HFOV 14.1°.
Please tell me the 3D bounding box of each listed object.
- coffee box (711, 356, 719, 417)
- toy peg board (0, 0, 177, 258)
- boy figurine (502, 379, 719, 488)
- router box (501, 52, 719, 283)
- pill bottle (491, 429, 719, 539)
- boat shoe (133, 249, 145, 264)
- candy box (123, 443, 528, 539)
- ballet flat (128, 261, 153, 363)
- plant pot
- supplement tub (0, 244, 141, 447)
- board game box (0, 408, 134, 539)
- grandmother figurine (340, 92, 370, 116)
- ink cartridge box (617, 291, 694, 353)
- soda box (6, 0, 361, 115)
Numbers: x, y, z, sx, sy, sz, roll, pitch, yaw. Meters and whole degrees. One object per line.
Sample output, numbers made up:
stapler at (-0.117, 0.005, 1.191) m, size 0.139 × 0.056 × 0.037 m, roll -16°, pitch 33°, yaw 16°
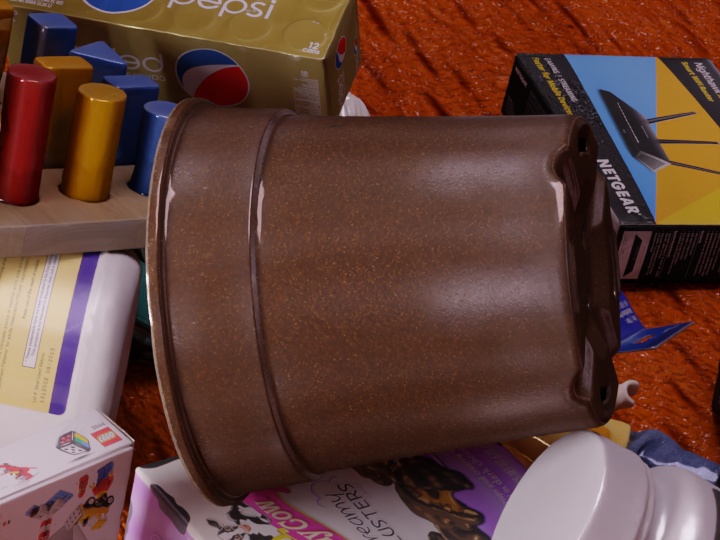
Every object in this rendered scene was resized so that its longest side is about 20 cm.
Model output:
coffee box at (0.312, 0.070, 1.674) m, size 0.198 × 0.080 × 0.114 m, roll 11°, pitch 6°, yaw -4°
toy peg board at (-0.187, -0.094, 1.531) m, size 0.198 × 0.098 × 0.200 m, roll -5°, pitch 28°, yaw -35°
boy figurine at (0.120, 0.097, 1.620) m, size 0.199 × 0.065 × 0.125 m, roll 23°, pitch 43°, yaw 10°
router box at (0.194, -0.068, 1.889) m, size 0.148 × 0.051 × 0.200 m, roll 0°, pitch 36°, yaw -21°
pill bottle at (0.166, 0.167, 1.426) m, size 0.199 × 0.114 × 0.114 m, roll 31°, pitch 29°, yaw -19°
boat shoe at (-0.134, -0.092, 1.724) m, size 0.062 × 0.071 × 0.201 m, roll 0°, pitch 62°, yaw 6°
candy box at (0.004, 0.152, 1.493) m, size 0.199 × 0.072 × 0.168 m, roll -14°, pitch 42°, yaw -34°
ballet flat at (-0.173, 0.008, 1.633) m, size 0.200 × 0.074 × 0.074 m, roll 34°, pitch 23°, yaw -30°
plant pot at (0.019, 0.006, 1.412) m, size 0.197 × 0.201 × 0.201 m, roll -6°, pitch 31°, yaw 14°
supplement tub at (-0.222, 0.040, 1.515) m, size 0.198 × 0.146 × 0.146 m, roll 12°, pitch 34°, yaw -2°
board game box at (-0.199, 0.153, 1.376) m, size 0.199 × 0.127 × 0.035 m, roll -22°, pitch 47°, yaw -40°
grandmother figurine at (-0.086, -0.093, 1.832) m, size 0.198 × 0.061 × 0.121 m, roll 3°, pitch 22°, yaw -18°
ink cartridge box at (0.069, 0.036, 1.537) m, size 0.199 × 0.040 × 0.099 m, roll -11°, pitch 3°, yaw 19°
soda box at (-0.102, -0.137, 1.667) m, size 0.199 × 0.064 × 0.068 m, roll 11°, pitch 50°, yaw 13°
